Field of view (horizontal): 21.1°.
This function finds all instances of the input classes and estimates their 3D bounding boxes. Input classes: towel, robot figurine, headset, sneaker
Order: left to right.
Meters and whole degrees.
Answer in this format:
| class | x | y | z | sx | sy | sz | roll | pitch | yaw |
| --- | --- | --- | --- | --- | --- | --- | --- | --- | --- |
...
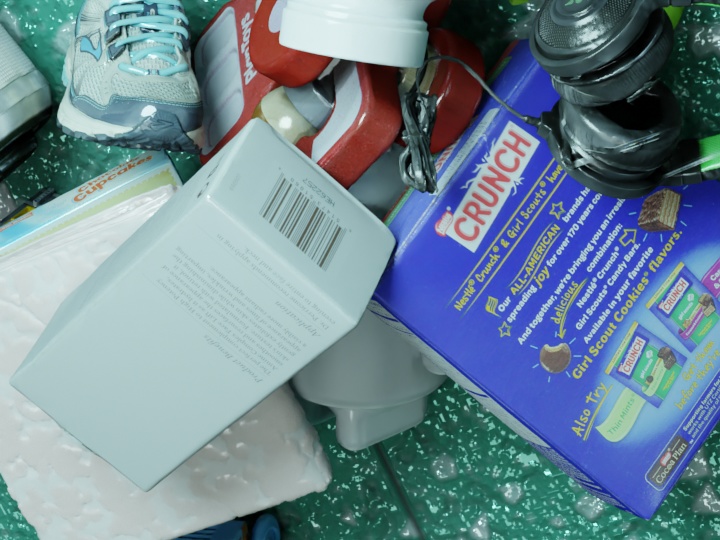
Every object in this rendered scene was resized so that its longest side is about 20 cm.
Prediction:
| class | x | y | z | sx | sy | sz | roll | pitch | yaw |
| --- | --- | --- | --- | --- | --- | --- | --- | --- | --- |
| towel | -0.138 | 0.067 | 1.107 | 0.190 | 0.032 | 0.201 | -20 | 113 | 19 |
| sneaker | -0.129 | -0.124 | 1.074 | 0.077 | 0.200 | 0.087 | 6 | 109 | -20 |
| robot figurine | 0.000 | 0.000 | 1.117 | 0.169 | 0.113 | 0.202 | 23 | 123 | 39 |
| headset | 0.117 | -0.080 | 0.927 | 0.198 | 0.094 | 0.124 | -4 | 137 | 11 |

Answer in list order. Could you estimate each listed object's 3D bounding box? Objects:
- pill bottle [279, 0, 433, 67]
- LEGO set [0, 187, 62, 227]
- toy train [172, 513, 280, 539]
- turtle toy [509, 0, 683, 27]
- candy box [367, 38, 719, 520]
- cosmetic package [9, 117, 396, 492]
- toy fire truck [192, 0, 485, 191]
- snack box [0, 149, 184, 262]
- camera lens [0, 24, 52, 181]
| class | x | y | z | sx | sy | sz | roll | pitch | yaw |
| --- | --- | --- | --- | --- | --- | --- | --- | --- | --- |
| pill bottle | 0.011 | -0.198 | 0.888 | 0.110 | 0.111 | 0.202 | 12 | 99 | 15 |
| LEGO set | -0.181 | 0.051 | 1.203 | 0.153 | 0.116 | 0.201 | 27 | 119 | 7 |
| toy train | -0.099 | 0.241 | 1.257 | 0.086 | 0.114 | 0.202 | 4 | 113 | 19 |
| turtle toy | 0.116 | -0.195 | 0.988 | 0.100 | 0.146 | 0.202 | -5 | 113 | -2 |
| candy box | 0.115 | 0.003 | 1.028 | 0.200 | 0.077 | 0.170 | 40 | 80 | -16 |
| cosmetic package | -0.083 | 0.022 | 0.993 | 0.102 | 0.074 | 0.200 | 41 | 132 | -13 |
| toy fire truck | -0.032 | -0.106 | 1.044 | 0.112 | 0.201 | 0.168 | 23 | 128 | -30 |
| snack box | -0.123 | 0.039 | 1.151 | 0.116 | 0.037 | 0.201 | -27 | 114 | -3 |
| camera lens | -0.294 | -0.119 | 1.146 | 0.160 | 0.160 | 0.200 | -36 | 97 | 29 |
